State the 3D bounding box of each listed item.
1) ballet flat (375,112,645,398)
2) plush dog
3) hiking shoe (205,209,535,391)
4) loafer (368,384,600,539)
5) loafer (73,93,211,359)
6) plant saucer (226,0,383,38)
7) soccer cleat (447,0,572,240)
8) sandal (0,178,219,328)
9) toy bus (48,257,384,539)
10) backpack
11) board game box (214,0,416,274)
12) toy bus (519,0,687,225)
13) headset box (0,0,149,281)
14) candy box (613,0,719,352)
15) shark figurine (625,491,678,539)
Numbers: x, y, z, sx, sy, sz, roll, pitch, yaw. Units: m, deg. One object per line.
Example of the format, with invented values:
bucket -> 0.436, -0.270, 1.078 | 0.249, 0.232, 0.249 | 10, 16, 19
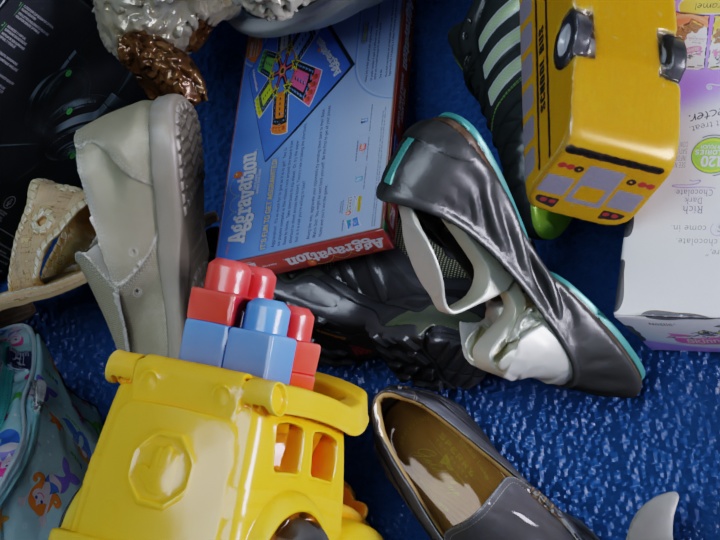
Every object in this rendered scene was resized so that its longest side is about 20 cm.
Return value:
ballet flat -> 0.071, 0.010, 1.324 | 0.068, 0.200, 0.068 | -46, 24, -18
plush dog -> -0.100, -0.187, 1.414 | 0.159, 0.173, 0.201 | 18, 35, -8
hiking shoe -> 0.000, 0.000, 1.427 | 0.199, 0.076, 0.101 | 16, 62, 27
loafer -> 0.070, 0.138, 1.340 | 0.073, 0.072, 0.200 | -48, 62, 1
loafer -> -0.118, 0.001, 1.382 | 0.068, 0.076, 0.202 | 3, 108, 13
plant saucer -> 0.004, -0.205, 1.467 | 0.200, 0.050, 0.201 | -34, 34, 27
soccer cleat -> 0.089, -0.106, 1.421 | 0.081, 0.067, 0.202 | -11, 63, 31
sandal -> -0.183, -0.017, 1.477 | 0.211, 0.078, 0.070 | -25, 91, 30
toy bus -> -0.056, 0.097, 1.327 | 0.135, 0.200, 0.194 | 8, 83, 27
backpack -> -0.231, 0.125, 1.396 | 0.177, 0.151, 0.201 | -31, 34, 10
board game box -> -0.024, -0.082, 1.441 | 0.102, 0.019, 0.201 | -11, 46, 19
toy bus -> 0.124, -0.130, 1.336 | 0.065, 0.078, 0.201 | 12, 55, -17
headset box -> -0.227, -0.105, 1.493 | 0.093, 0.174, 0.200 | 42, 94, 29
candy box -> 0.231, -0.058, 1.333 | 0.166, 0.072, 0.202 | 2, 74, 24
shark figurine -> 0.185, 0.139, 1.272 | 0.214, 0.090, 0.129 | -32, 84, -12
